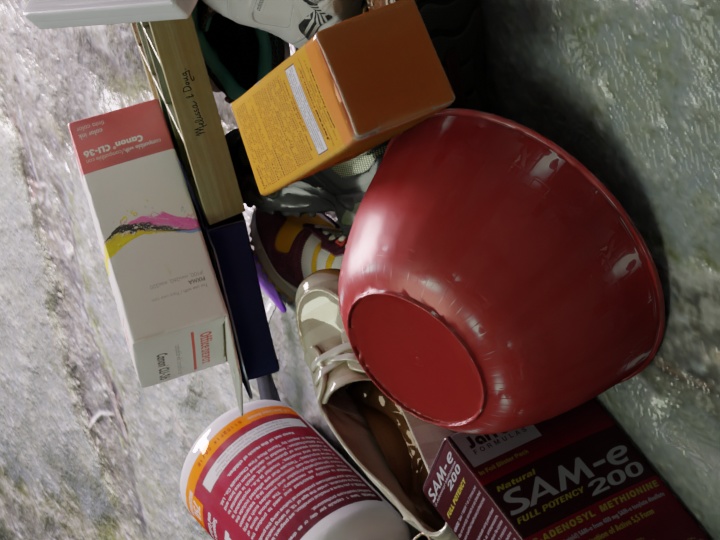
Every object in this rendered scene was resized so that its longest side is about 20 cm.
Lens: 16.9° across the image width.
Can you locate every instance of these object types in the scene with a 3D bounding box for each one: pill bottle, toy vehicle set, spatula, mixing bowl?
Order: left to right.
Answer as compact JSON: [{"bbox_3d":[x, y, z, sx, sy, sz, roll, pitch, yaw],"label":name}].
[{"bbox_3d":[-0.124,-0.142,1.561,0.124,0.026,0.200,-118,11,-47],"label":"toy vehicle set"},{"bbox_3d":[-0.072,0.053,1.827,0.057,0.021,0.200,48,150,45],"label":"spatula"},{"bbox_3d":[-0.036,0.192,1.772,0.200,0.113,0.113,42,145,40],"label":"pill bottle"},{"bbox_3d":[0.062,0.019,1.386,0.200,0.108,0.200,27,142,24],"label":"mixing bowl"}]

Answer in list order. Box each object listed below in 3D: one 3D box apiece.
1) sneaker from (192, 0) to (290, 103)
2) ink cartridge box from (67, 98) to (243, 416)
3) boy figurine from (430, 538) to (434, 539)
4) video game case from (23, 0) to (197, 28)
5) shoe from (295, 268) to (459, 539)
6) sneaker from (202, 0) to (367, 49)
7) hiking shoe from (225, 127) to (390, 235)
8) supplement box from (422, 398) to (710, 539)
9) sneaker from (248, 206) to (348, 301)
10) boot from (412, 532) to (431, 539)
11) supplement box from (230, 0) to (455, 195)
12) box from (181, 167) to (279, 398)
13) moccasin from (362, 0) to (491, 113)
[{"bbox_3d":[-0.093,-0.193,1.573,0.091,0.078,0.200,-103,-10,-72],"label":"sneaker"},{"bbox_3d":[-0.135,0.002,1.620,0.116,0.067,0.200,94,159,-72],"label":"ink cartridge box"},{"bbox_3d":[0.114,0.242,1.548,0.124,0.064,0.200,-45,81,17],"label":"boy figurine"},{"bbox_3d":[-0.111,-0.232,1.456,0.143,0.200,0.018,2,149,45],"label":"video game case"},{"bbox_3d":[0.015,0.084,1.514,0.070,0.053,0.200,-41,73,28],"label":"shoe"},{"bbox_3d":[-0.049,-0.193,1.440,0.115,0.075,0.200,23,159,12],"label":"sneaker"},{"bbox_3d":[-0.022,-0.086,1.580,0.200,0.076,0.101,17,115,48],"label":"hiking shoe"},{"bbox_3d":[0.140,0.169,1.429,0.200,0.109,0.061,51,146,26],"label":"supplement box"},{"bbox_3d":[0.000,0.000,1.609,0.200,0.075,0.090,54,129,32],"label":"sneaker"},{"bbox_3d":[0.070,0.243,1.661,0.074,0.075,0.200,34,141,47],"label":"boot"},{"bbox_3d":[-0.015,-0.096,1.388,0.069,0.067,0.200,66,161,2],"label":"supplement box"},{"bbox_3d":[-0.094,-0.007,1.690,0.200,0.032,0.121,-116,13,-61],"label":"box"},{"bbox_3d":[0.035,-0.128,1.429,0.078,0.074,0.201,21,140,44],"label":"moccasin"}]
